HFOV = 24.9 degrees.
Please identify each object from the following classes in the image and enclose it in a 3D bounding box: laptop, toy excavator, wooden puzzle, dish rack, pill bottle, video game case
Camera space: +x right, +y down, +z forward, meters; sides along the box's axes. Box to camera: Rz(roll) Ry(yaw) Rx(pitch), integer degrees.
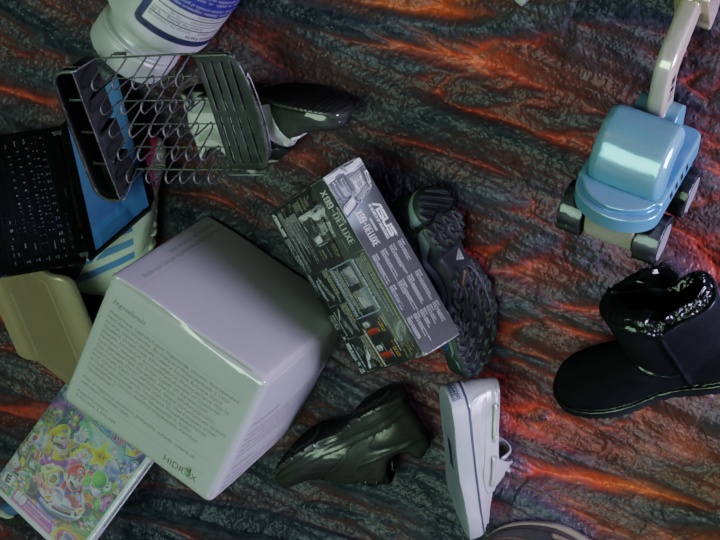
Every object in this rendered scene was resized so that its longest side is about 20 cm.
[{"bbox_3d":[-0.333,-0.101,1.726,0.103,0.199,0.178,105,151,-59],"label":"laptop"},{"bbox_3d":[0.261,-0.135,1.447,0.100,0.195,0.200,24,147,17],"label":"toy excavator"},{"bbox_3d":[-0.349,0.052,1.832,0.200,0.037,0.185,22,138,45],"label":"wooden puzzle"},{"bbox_3d":[-0.190,-0.145,1.607,0.199,0.055,0.154,1,128,24],"label":"dish rack"},{"bbox_3d":[-0.180,-0.284,1.611,0.120,0.120,0.200,46,123,4],"label":"pill bottle"},{"bbox_3d":[-0.319,0.215,1.881,0.143,0.018,0.200,38,96,19],"label":"video game case"}]

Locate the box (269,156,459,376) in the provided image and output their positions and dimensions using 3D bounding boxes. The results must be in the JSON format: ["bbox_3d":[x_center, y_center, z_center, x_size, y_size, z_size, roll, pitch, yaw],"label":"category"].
[{"bbox_3d":[0.000,0.000,1.624,0.200,0.050,0.158,60,155,-1],"label":"box"}]

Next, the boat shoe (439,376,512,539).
[{"bbox_3d":[0.125,0.195,1.677,0.065,0.074,0.200,-14,129,-9],"label":"boat shoe"}]

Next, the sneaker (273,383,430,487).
[{"bbox_3d":[-0.011,0.200,1.750,0.200,0.076,0.091,-30,101,35],"label":"sneaker"}]

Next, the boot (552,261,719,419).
[{"bbox_3d":[0.249,0.063,1.507,0.200,0.077,0.168,-10,146,25],"label":"boot"}]

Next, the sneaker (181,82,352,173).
[{"bbox_3d":[-0.089,-0.142,1.653,0.200,0.074,0.089,7,113,35],"label":"sneaker"}]

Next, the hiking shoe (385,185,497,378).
[{"bbox_3d":[0.077,0.012,1.638,0.087,0.074,0.201,-6,104,47],"label":"hiking shoe"}]

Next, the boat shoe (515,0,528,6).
[{"bbox_3d":[0.175,-0.324,1.440,0.060,0.076,0.200,38,121,2],"label":"boat shoe"}]

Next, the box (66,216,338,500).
[{"bbox_3d":[-0.158,0.087,1.701,0.200,0.199,0.172,34,121,11],"label":"box"}]

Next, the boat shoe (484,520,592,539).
[{"bbox_3d":[0.213,0.312,1.676,0.199,0.073,0.075,8,113,24],"label":"boat shoe"}]

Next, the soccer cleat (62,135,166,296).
[{"bbox_3d":[-0.250,-0.056,1.779,0.086,0.070,0.200,24,113,-26],"label":"soccer cleat"}]

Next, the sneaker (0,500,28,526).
[{"bbox_3d":[-0.360,0.243,1.950,0.200,0.076,0.077,-31,88,23],"label":"sneaker"}]
